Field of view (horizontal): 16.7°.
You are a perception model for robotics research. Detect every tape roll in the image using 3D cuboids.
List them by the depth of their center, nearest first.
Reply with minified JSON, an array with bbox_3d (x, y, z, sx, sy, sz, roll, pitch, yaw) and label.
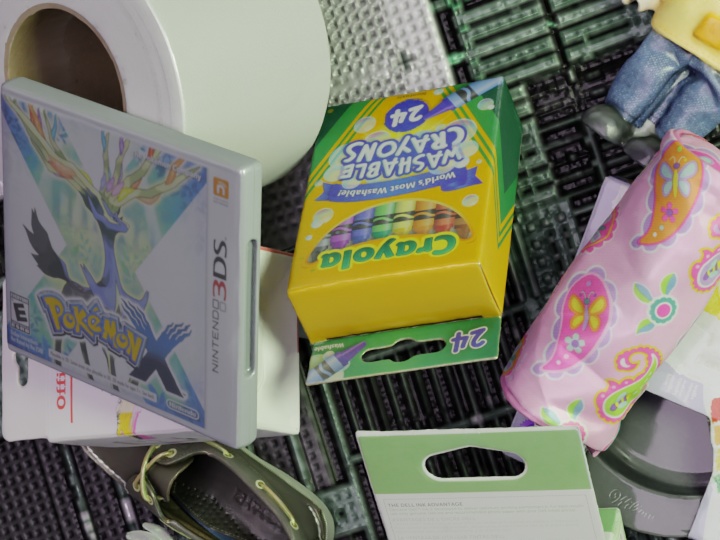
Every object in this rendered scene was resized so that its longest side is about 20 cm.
[{"bbox_3d":[-0.137,-0.130,1.536,0.202,0.139,0.204,18,118,37],"label":"tape roll"}]

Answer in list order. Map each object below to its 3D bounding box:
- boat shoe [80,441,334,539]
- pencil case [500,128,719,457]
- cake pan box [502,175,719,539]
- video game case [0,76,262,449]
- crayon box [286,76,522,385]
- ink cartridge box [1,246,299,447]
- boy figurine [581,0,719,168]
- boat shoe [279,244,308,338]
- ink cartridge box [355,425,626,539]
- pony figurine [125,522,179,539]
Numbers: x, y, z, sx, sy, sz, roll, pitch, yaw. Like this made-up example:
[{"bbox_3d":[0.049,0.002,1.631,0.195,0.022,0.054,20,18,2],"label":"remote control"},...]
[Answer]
[{"bbox_3d":[-0.112,0.136,1.621,0.201,0.060,0.072,29,101,14],"label":"boat shoe"},{"bbox_3d":[0.165,0.015,1.465,0.087,0.087,0.201,36,103,13],"label":"pencil case"},{"bbox_3d":[0.203,0.064,1.522,0.183,0.052,0.201,25,100,18],"label":"cake pan box"},{"bbox_3d":[-0.141,-0.006,1.479,0.199,0.022,0.184,21,120,34],"label":"video game case"},{"bbox_3d":[0.028,-0.027,1.506,0.125,0.201,0.052,-9,134,18],"label":"crayon box"},{"bbox_3d":[-0.137,0.051,1.568,0.199,0.067,0.118,-6,80,33],"label":"ink cartridge box"},{"bbox_3d":[0.225,-0.152,1.497,0.124,0.064,0.201,40,107,15],"label":"boy figurine"},{"bbox_3d":[0.000,0.000,1.578,0.199,0.072,0.068,-2,58,31],"label":"boat shoe"},{"bbox_3d":[0.089,0.163,1.514,0.144,0.048,0.201,-3,123,18],"label":"ink cartridge box"},{"bbox_3d":[-0.088,0.274,1.576,0.199,0.167,0.194,-8,120,33],"label":"pony figurine"}]
